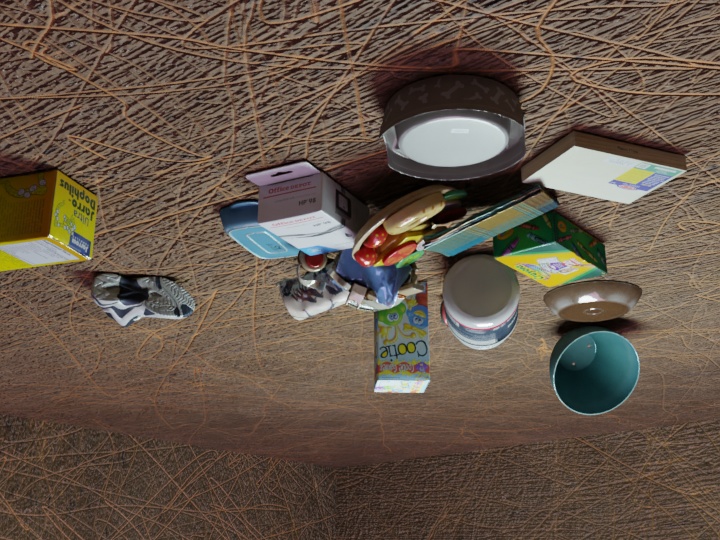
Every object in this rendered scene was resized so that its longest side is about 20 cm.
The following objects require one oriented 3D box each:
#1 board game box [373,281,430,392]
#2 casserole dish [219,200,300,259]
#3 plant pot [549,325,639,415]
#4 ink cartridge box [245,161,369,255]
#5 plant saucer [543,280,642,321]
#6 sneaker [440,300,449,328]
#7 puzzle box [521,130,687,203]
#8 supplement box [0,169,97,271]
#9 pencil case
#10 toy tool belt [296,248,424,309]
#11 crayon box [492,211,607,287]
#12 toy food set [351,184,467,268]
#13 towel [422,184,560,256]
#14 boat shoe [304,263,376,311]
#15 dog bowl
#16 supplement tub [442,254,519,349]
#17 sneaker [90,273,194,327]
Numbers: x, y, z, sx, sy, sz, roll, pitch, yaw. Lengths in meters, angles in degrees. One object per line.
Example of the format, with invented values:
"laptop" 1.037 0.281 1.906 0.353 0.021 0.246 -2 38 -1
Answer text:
"board game box" 0.079 0.132 1.945 0.102 0.201 0.105 1 160 -3
"casserole dish" -0.156 -0.062 1.640 0.121 0.039 0.200 -6 161 18
"plant pot" 0.513 0.207 2.228 0.199 0.201 0.135 3 -163 -9
"ink cartridge box" -0.080 -0.091 1.513 0.115 0.067 0.200 -10 158 26
"plant saucer" 0.479 0.070 2.021 0.199 0.037 0.201 -1 161 0
"sneaker" 0.256 0.102 2.054 0.098 0.071 0.200 -13 155 38
"puzzle box" 0.352 -0.146 1.424 0.199 0.026 0.133 9 158 -24
"supplement box" -0.520 -0.072 1.501 0.199 0.110 0.109 -6 160 19
"pencil case" -0.051 0.021 1.749 0.199 0.090 0.078 -22 180 16
"toy tool belt" 0.000 0.000 1.620 0.199 0.125 0.123 18 177 -12
"crayon box" 0.328 -0.033 1.693 0.118 0.059 0.200 -15 156 36
"toy food set" 0.078 -0.066 1.511 0.200 0.049 0.198 -42 161 33
"towel" 0.203 -0.075 1.522 0.199 0.022 0.147 -26 167 18
"boat shoe" -0.004 0.031 1.848 0.199 0.075 0.068 8 165 -20
"dog bowl" 0.119 -0.184 1.267 0.199 0.059 0.200 -1 160 0
"supplement tub" 0.227 0.064 1.844 0.140 0.141 0.200 -3 161 7
"sneaker" -0.430 0.066 1.937 0.198 0.080 0.130 5 161 -13
